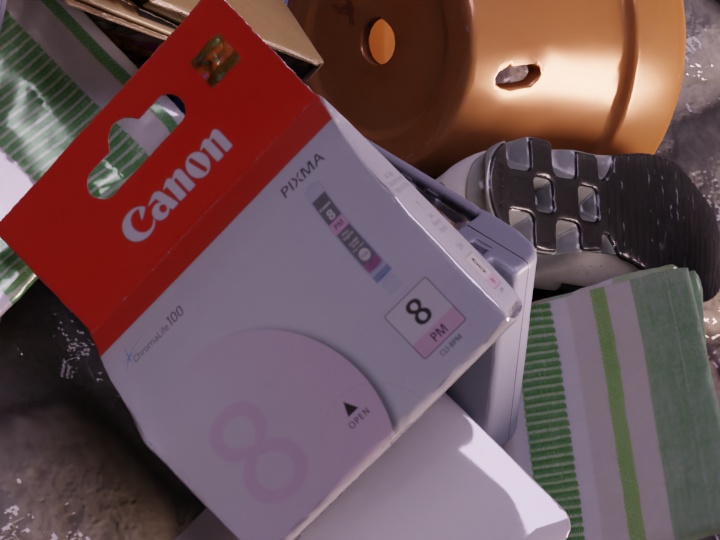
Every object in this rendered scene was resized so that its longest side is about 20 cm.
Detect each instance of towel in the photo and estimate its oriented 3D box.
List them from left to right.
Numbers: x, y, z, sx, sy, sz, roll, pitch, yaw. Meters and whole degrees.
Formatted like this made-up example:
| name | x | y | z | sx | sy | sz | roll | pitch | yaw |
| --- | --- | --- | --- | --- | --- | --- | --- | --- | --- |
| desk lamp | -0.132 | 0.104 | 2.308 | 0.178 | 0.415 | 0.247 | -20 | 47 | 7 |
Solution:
| name | x | y | z | sx | sy | sz | roll | pitch | yaw |
| --- | --- | --- | --- | --- | --- | --- | --- | --- | --- |
| towel | -0.200 | -0.056 | 1.069 | 0.153 | 0.023 | 0.200 | 44 | 69 | 3 |
| towel | 0.079 | 0.083 | 1.100 | 0.199 | 0.023 | 0.153 | -16 | 54 | 16 |

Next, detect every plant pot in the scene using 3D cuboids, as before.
| name | x | y | z | sx | sy | sz | roll | pitch | yaw |
| --- | --- | --- | --- | --- | --- | --- | --- | --- | --- |
| plant pot | 0.054 | -0.122 | 1.201 | 0.140 | 0.200 | 0.200 | -8 | 56 | -46 |

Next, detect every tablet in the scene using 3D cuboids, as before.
| name | x | y | z | sx | sy | sz | roll | pitch | yaw |
| --- | --- | --- | --- | --- | --- | --- | --- | --- | --- |
| tablet | -0.014 | 0.143 | 1.035 | 0.200 | 0.014 | 0.130 | -44 | 78 | -9 |

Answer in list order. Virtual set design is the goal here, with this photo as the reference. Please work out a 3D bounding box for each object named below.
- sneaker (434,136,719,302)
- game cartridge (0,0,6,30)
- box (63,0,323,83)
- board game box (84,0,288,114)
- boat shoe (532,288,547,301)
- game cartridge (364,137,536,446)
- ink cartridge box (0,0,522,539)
| name | x | y | z | sx | sy | sz | roll | pitch | yaw |
| --- | --- | --- | --- | --- | --- | --- | --- | --- | --- |
| sneaker | 0.106 | -0.023 | 1.165 | 0.199 | 0.088 | 0.075 | 16 | 69 | -40 |
| game cartridge | -0.258 | -0.115 | 1.041 | 0.199 | 0.041 | 0.134 | -8 | 51 | 12 |
| box | -0.117 | -0.180 | 1.107 | 0.163 | 0.021 | 0.200 | 16 | 34 | -47 |
| board game box | -0.147 | -0.124 | 1.183 | 0.199 | 0.041 | 0.200 | 33 | 46 | -1 |
| boat shoe | 0.074 | 0.065 | 1.168 | 0.072 | 0.068 | 0.201 | 15 | 50 | -15 |
| game cartridge | 0.000 | 0.000 | 1.092 | 0.200 | 0.134 | 0.041 | 33 | 53 | 30 |
| ink cartridge box | -0.053 | 0.003 | 1.000 | 0.200 | 0.163 | 0.057 | 45 | 14 | -1 |
